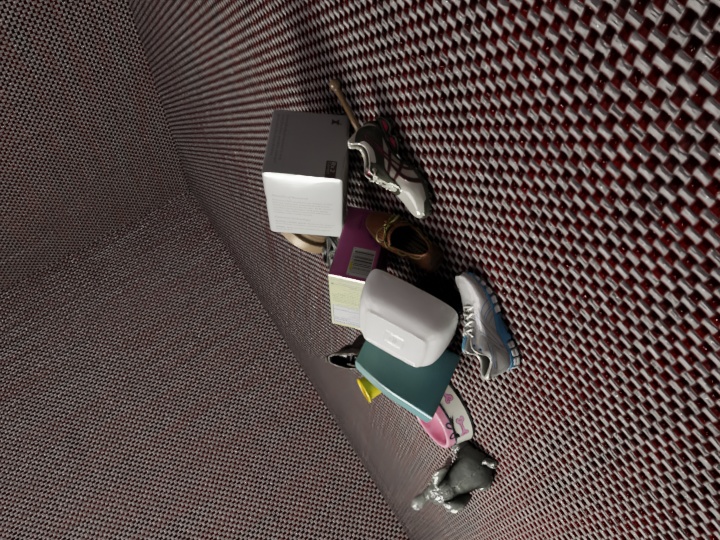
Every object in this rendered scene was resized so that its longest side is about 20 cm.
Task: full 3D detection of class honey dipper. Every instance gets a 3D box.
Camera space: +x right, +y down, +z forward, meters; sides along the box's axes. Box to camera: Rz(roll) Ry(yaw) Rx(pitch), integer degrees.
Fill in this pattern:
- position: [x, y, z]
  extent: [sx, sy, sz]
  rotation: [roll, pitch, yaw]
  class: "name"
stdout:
- position: [-0.007, -0.282, 1.198]
  extent: [0.204, 0.037, 0.038]
  rotation: [64, 163, 4]
  class: "honey dipper"

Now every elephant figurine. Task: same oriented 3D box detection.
- position: [0.225, 0.526, 1.513]
  extent: [0.141, 0.197, 0.158]
  rotation: [39, 154, 47]
  class: "elephant figurine"

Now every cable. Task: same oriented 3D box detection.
- position: [-0.059, -0.047, 1.467]
  extent: [0.098, 0.049, 0.202]
  rotation: [58, 163, 26]
  class: "cable"

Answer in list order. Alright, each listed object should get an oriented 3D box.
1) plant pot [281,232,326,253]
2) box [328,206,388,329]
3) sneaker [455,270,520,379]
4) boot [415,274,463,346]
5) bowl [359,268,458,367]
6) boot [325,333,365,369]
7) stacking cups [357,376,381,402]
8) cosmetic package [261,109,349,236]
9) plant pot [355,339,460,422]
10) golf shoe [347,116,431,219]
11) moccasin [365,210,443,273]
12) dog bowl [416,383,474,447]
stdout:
- position: [-0.124, -0.152, 1.550]
  extent: [0.093, 0.199, 0.203]
  rotation: [-42, 75, 34]
  class: "plant pot"
- position: [0.000, 0.000, 1.347]
  extent: [0.094, 0.180, 0.202]
  rotation: [11, 147, 7]
  class: "box"
- position: [0.208, 0.101, 1.094]
  extent: [0.204, 0.085, 0.075]
  rotation: [63, 164, -4]
  class: "sneaker"
- position: [0.118, 0.058, 1.245]
  extent: [0.197, 0.077, 0.170]
  rotation: [31, 154, 21]
  class: "boot"
- position: [0.078, 0.106, 1.190]
  extent: [0.196, 0.076, 0.202]
  rotation: [28, 153, 11]
  class: "bowl"
- position: [0.034, 0.197, 1.468]
  extent: [0.194, 0.173, 0.072]
  rotation: [-6, 96, 24]
  class: "boot"
- position: [0.087, 0.222, 1.427]
  extent: [0.061, 0.197, 0.061]
  rotation: [54, 169, 16]
  class: "stacking cups"
- position: [-0.107, -0.198, 1.288]
  extent: [0.202, 0.159, 0.169]
  rotation: [93, -179, -59]
  class: "cosmetic package"
- position: [0.093, 0.210, 1.335]
  extent: [0.196, 0.144, 0.142]
  rotation: [28, 167, 8]
  class: "plant pot"
- position: [0.053, -0.171, 1.108]
  extent: [0.203, 0.087, 0.077]
  rotation: [59, 161, 2]
  class: "golf shoe"
- position: [0.075, -0.065, 1.203]
  extent: [0.201, 0.074, 0.078]
  rotation: [45, 180, 42]
  class: "moccasin"
- position: [0.193, 0.348, 1.537]
  extent: [0.201, 0.073, 0.202]
  rotation: [52, 160, 27]
  class: "dog bowl"
